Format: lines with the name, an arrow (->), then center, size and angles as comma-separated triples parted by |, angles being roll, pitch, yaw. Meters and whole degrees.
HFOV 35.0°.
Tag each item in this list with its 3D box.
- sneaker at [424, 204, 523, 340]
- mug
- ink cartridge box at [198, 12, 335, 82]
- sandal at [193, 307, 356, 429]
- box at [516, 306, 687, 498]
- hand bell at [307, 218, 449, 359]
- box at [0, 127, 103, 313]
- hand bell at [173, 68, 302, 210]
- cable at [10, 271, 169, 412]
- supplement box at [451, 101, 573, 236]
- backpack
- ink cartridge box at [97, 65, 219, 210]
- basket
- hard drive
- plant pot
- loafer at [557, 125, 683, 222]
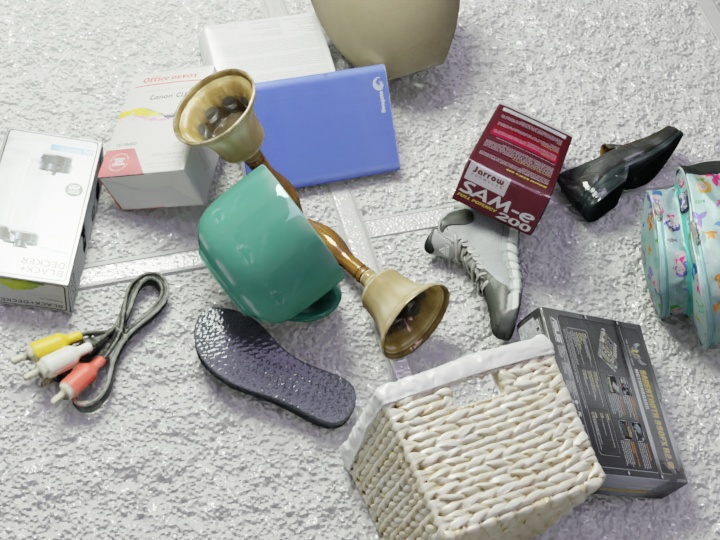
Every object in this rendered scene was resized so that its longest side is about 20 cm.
sneaker -> 0.131, -0.003, 1.356 | 0.114, 0.076, 0.201 | 7, 47, -1
mug -> -0.096, -0.007, 1.236 | 0.114, 0.152, 0.186 | -36, 100, -4
ink cartridge box -> -0.108, -0.230, 1.465 | 0.159, 0.050, 0.202 | -10, 71, -18
sandal -> -0.100, 0.114, 1.249 | 0.199, 0.043, 0.076 | 33, 66, 3
box -> 0.266, 0.146, 1.266 | 0.157, 0.048, 0.202 | 11, 54, -31
hand bell -> 0.000, 0.000, 1.324 | 0.104, 0.105, 0.200 | -31, 56, -27
box -> -0.362, -0.058, 1.287 | 0.115, 0.060, 0.202 | 9, 57, -5
hand bell -> -0.117, -0.124, 1.307 | 0.103, 0.200, 0.105 | -16, 49, 20
cable -> -0.270, 0.075, 1.227 | 0.097, 0.050, 0.200 | 42, 61, 14
supplement box -> 0.191, -0.129, 1.404 | 0.108, 0.061, 0.200 | 26, 32, 5
backpack -> 0.413, -0.012, 1.353 | 0.149, 0.178, 0.202 | -14, 64, 6
ink cartridge box -> -0.224, -0.174, 1.359 | 0.115, 0.068, 0.202 | -3, 54, 19
basket -> 0.108, 0.195, 1.148 | 0.196, 0.200, 0.162 | -15, 68, -20
hard drive -> -0.054, -0.173, 1.404 | 0.198, 0.025, 0.134 | -12, 97, -18
plant pot -> 0.046, -0.320, 1.481 | 0.198, 0.200, 0.136 | -20, 99, -22
loafer -> 0.341, -0.143, 1.482 | 0.199, 0.073, 0.072 | -32, 64, -28
